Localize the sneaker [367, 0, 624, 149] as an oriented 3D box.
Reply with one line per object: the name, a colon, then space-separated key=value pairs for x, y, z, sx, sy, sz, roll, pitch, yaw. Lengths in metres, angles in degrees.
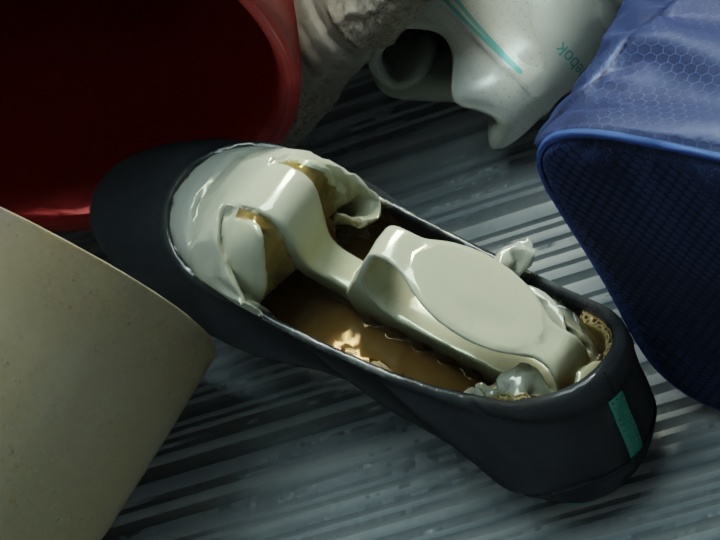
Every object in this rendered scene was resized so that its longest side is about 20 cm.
sneaker: x=0.013 y=-0.110 z=0.901 sx=0.080 sy=0.070 sz=0.200 roll=-50 pitch=43 yaw=-3

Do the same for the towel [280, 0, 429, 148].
towel: x=-0.022 y=-0.152 z=0.884 sx=0.133 sy=0.034 sz=0.201 roll=-45 pitch=47 yaw=46

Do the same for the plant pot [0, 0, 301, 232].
plant pot: x=-0.114 y=-0.136 z=0.837 sx=0.199 sy=0.200 sz=0.179 roll=-11 pitch=61 yaw=21

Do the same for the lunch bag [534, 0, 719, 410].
lunch bag: x=0.154 y=-0.036 z=0.707 sx=0.199 sy=0.136 sz=0.133 roll=15 pitch=61 yaw=40

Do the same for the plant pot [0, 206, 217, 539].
plant pot: x=-0.168 y=0.078 z=0.786 sx=0.186 sy=0.187 sz=0.201 roll=15 pitch=77 yaw=38

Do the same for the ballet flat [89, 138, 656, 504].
ballet flat: x=0.000 y=0.000 z=0.772 sx=0.199 sy=0.073 sz=0.073 roll=29 pitch=69 yaw=22
